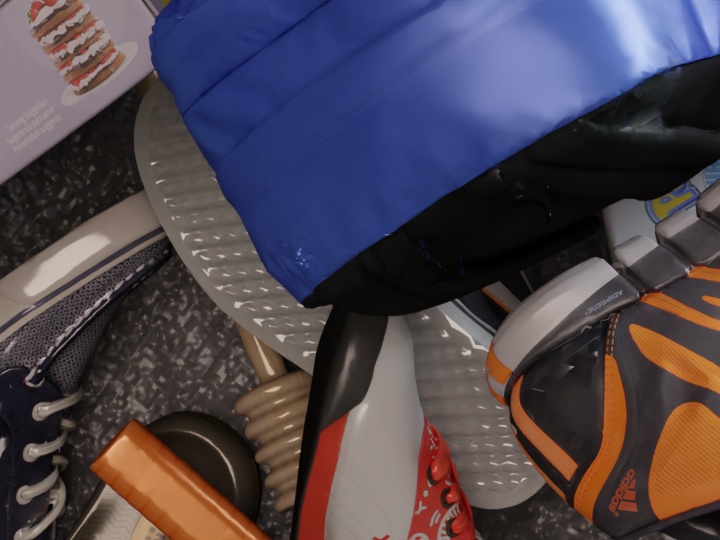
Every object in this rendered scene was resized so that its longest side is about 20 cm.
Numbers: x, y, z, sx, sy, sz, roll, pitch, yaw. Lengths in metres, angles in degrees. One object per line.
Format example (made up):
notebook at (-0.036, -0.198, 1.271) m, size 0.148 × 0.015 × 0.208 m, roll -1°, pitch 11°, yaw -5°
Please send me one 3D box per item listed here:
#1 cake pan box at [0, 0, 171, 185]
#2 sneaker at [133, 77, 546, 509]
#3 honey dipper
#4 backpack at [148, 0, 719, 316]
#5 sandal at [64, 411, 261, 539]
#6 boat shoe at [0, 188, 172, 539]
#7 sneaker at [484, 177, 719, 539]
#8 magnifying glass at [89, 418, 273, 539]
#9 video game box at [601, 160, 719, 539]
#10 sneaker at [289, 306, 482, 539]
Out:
cake pan box at (-0.131, -0.058, 0.785) m, size 0.200 × 0.184 × 0.052 m, roll -35°, pitch 97°, yaw 15°
sneaker at (0.000, 0.000, 0.831) m, size 0.078 × 0.079 × 0.200 m, roll -41°, pitch 91°, yaw 21°
honey dipper at (-0.054, -0.005, 0.865) m, size 0.038 × 0.038 × 0.200 m, roll -24°, pitch 82°, yaw 5°
backpack at (0.027, -0.078, 0.683) m, size 0.162 × 0.200 × 0.168 m, roll -38°, pitch 85°, yaw 29°
sandal at (-0.096, 0.148, 0.849) m, size 0.082 × 0.055 × 0.200 m, roll 26°, pitch 89°, yaw 7°
boat shoe at (-0.130, 0.061, 0.858) m, size 0.200 × 0.075 × 0.093 m, roll -39°, pitch 89°, yaw 11°
sneaker at (0.147, 0.020, 0.707) m, size 0.200 × 0.078 × 0.112 m, roll -36°, pitch 59°, yaw 3°
magnifying glass at (-0.018, 0.130, 0.836) m, size 0.200 × 0.022 × 0.080 m, roll 42°, pitch 89°, yaw -5°
video game box at (0.177, -0.015, 0.788) m, size 0.182 × 0.047 × 0.200 m, roll -12°, pitch 54°, yaw 8°
sneaker at (0.029, 0.102, 0.783) m, size 0.108 × 0.067 × 0.202 m, roll 7°, pitch 108°, yaw -3°
